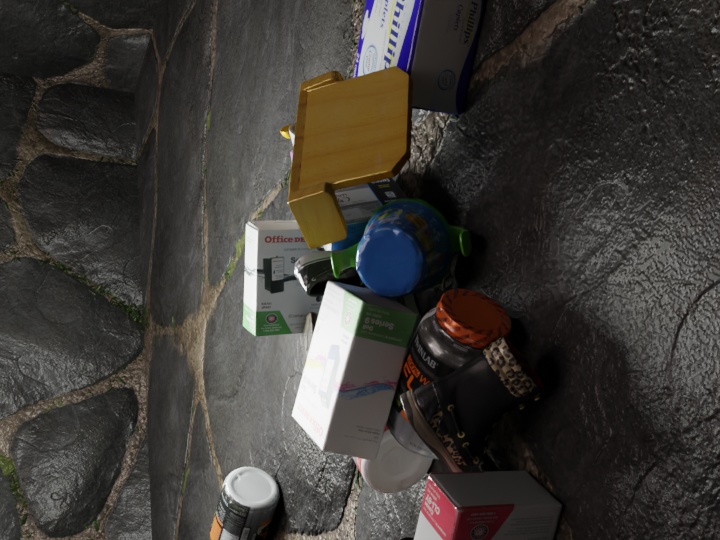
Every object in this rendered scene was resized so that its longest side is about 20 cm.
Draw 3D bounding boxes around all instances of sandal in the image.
[{"bbox_3d":[-0.062,0.174,1.642,0.082,0.054,0.203,138,117,-64],"label":"sandal"}]

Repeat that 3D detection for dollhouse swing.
[{"bbox_3d":[-0.001,-0.162,1.282,0.182,0.173,0.203,67,-157,-60],"label":"dollhouse swing"}]

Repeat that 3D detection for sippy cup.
[{"bbox_3d":[0.054,-0.023,1.242,0.178,0.140,0.130,-46,-2,19],"label":"sippy cup"}]

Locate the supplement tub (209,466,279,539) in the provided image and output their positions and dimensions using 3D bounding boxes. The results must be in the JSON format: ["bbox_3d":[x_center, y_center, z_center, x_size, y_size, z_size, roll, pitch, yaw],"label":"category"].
[{"bbox_3d":[-0.249,0.526,1.906,0.123,0.121,0.202,-119,40,-50],"label":"supplement tub"}]

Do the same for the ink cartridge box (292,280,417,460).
[{"bbox_3d":[-0.011,0.130,1.208,0.145,0.086,0.203,-152,75,-67],"label":"ink cartridge box"}]

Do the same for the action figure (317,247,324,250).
[{"bbox_3d":[-0.037,-0.039,1.556,0.120,0.101,0.200,-67,27,11],"label":"action figure"}]

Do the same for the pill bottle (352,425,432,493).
[{"bbox_3d":[0.022,0.228,1.363,0.200,0.112,0.116,-128,48,-56],"label":"pill bottle"}]

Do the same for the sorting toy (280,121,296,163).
[{"bbox_3d":[-0.076,-0.177,1.701,0.200,0.105,0.183,-132,32,-58],"label":"sorting toy"}]

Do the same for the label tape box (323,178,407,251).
[{"bbox_3d":[-0.010,-0.104,1.441,0.201,0.142,0.064,-122,27,-52],"label":"label tape box"}]

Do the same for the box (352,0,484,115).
[{"bbox_3d":[0.081,-0.342,1.338,0.200,0.103,0.187,-141,58,-60],"label":"box"}]

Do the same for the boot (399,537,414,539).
[{"bbox_3d":[0.066,0.439,1.185,0.188,0.067,0.203,-31,-46,-70],"label":"boot"}]

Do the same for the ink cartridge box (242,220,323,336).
[{"bbox_3d":[-0.141,0.012,1.700,0.083,0.144,0.204,-154,63,-64],"label":"ink cartridge box"}]

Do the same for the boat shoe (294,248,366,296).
[{"bbox_3d":[0.000,0.000,1.351,0.069,0.197,0.057,98,155,-47],"label":"boat shoe"}]

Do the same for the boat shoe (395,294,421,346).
[{"bbox_3d":[0.054,0.090,1.379,0.072,0.069,0.203,118,153,-43],"label":"boat shoe"}]

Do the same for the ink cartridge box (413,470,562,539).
[{"bbox_3d":[0.135,0.345,1.056,0.083,0.143,0.203,37,119,60],"label":"ink cartridge box"}]

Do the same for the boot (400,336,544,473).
[{"bbox_3d":[0.155,0.176,1.087,0.150,0.200,0.074,-36,31,10],"label":"boot"}]

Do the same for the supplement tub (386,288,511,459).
[{"bbox_3d":[0.114,0.133,1.165,0.123,0.121,0.202,-118,40,-50],"label":"supplement tub"}]
